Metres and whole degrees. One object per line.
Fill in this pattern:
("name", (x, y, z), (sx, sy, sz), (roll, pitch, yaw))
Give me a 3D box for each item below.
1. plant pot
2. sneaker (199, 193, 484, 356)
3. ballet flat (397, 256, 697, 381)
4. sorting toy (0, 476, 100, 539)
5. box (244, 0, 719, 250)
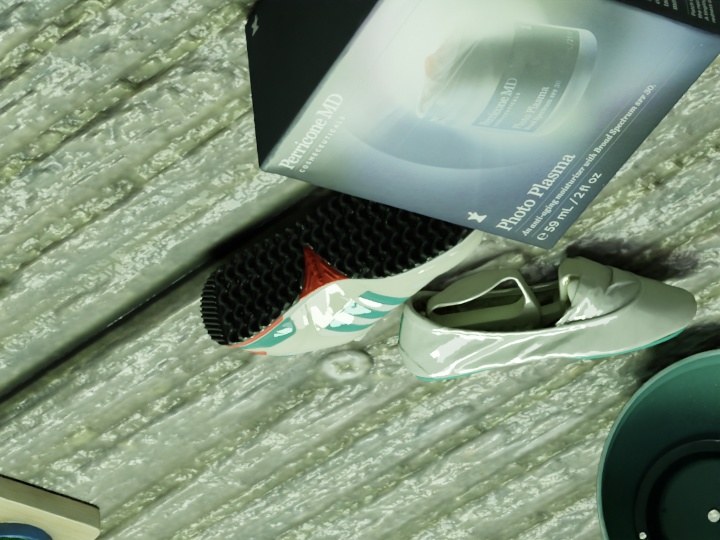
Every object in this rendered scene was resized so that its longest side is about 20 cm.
("plant pot", (0.254, 0.164, 1.894), (0.199, 0.201, 0.134), (-4, 169, -4))
("sneaker", (0.000, 0.001, 1.739), (0.199, 0.071, 0.093), (-26, 156, 19))
("ballet flat", (0.120, 0.025, 1.786), (0.199, 0.070, 0.070), (-10, 142, 5))
("sorting toy", (-0.319, 0.221, 1.949), (0.199, 0.070, 0.199), (22, 133, -31))
("box", (0.066, -0.132, 1.528), (0.198, 0.124, 0.200), (15, 136, -24))
